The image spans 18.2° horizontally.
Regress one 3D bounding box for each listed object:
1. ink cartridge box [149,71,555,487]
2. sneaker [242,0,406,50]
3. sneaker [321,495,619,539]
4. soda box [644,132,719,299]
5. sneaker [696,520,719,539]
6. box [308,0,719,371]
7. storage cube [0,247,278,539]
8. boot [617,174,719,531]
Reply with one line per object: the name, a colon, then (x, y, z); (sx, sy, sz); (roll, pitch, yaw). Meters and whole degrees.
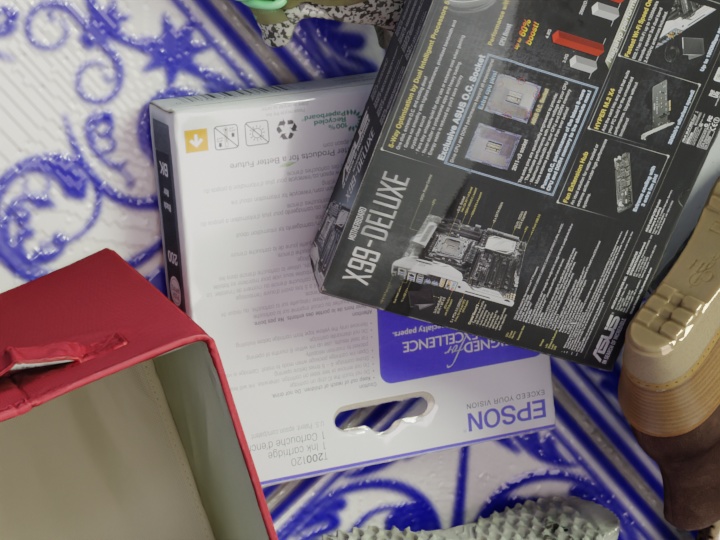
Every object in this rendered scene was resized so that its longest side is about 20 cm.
ink cartridge box: (0.000, 0.000, 1.144); (0.198, 0.043, 0.200); (-9, 106, -19)
sneaker: (-0.040, -0.149, 1.071); (0.200, 0.077, 0.089); (14, 111, -21)
sneaker: (0.046, 0.189, 1.201); (0.200, 0.070, 0.100); (-7, 113, -17)
soda box: (0.191, -0.079, 1.172); (0.200, 0.068, 0.063); (-53, 156, -1)
sneaker: (0.238, 0.182, 1.249); (0.108, 0.070, 0.200); (11, 98, 1)
box: (0.082, -0.063, 1.074); (0.158, 0.050, 0.200); (15, 113, -15)
storage cube: (-0.147, 0.114, 1.042); (0.171, 0.180, 0.200); (-21, 110, -15)
boot: (0.209, 0.025, 1.154); (0.200, 0.072, 0.166); (-43, 143, -15)
